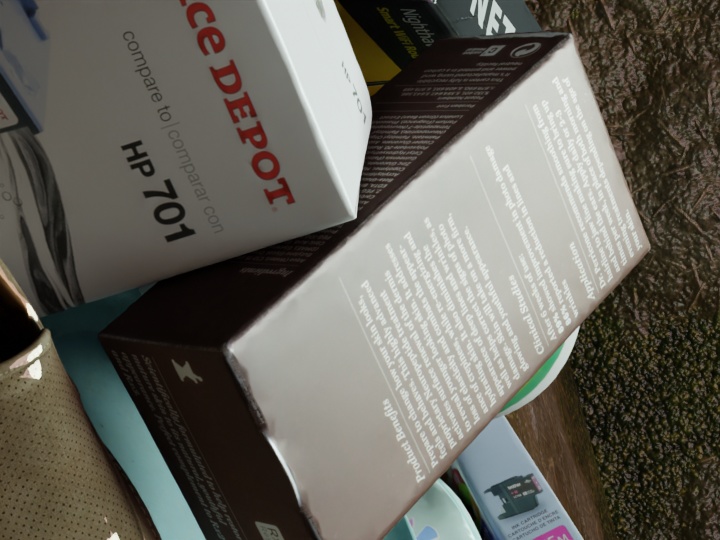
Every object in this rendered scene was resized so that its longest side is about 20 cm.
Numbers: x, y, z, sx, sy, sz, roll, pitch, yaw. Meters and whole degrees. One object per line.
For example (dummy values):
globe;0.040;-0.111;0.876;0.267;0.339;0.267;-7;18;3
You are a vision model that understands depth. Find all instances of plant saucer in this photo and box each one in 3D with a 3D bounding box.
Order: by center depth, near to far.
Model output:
plant saucer;-0.057;0.080;0.755;0.200;0.027;0.200;37;20;-16

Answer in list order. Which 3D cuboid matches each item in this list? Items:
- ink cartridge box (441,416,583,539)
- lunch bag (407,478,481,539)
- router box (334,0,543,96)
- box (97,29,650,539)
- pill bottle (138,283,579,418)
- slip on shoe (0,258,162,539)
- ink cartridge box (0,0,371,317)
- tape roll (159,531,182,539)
ink cartridge box;0.063;0.115;0.983;0.119;0.042;0.200;83;-19;-57
lunch bag;0.013;0.151;0.991;0.161;0.077;0.200;67;-12;-23
router box;0.002;-0.096;0.847;0.200;0.149;0.051;43;58;-60
box;0.012;0.007;0.697;0.200;0.075;0.100;-43;122;-35
pill bottle;0.000;0.000;0.819;0.200;0.113;0.113;15;58;-52
slip on shoe;-0.118;0.041;0.609;0.076;0.061;0.200;-37;96;-45
ink cartridge box;-0.114;-0.067;0.658;0.086;0.200;0.147;-81;151;-59
tape roll;-0.057;0.176;0.669;0.203;0.037;0.203;39;23;-20
